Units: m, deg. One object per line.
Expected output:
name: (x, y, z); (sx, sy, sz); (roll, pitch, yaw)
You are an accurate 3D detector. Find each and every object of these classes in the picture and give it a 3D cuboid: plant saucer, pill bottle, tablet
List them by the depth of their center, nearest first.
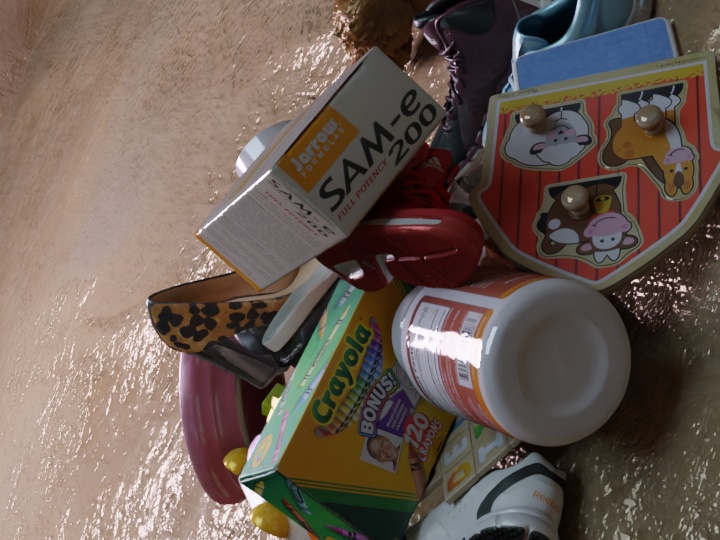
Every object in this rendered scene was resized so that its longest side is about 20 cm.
pill bottle: (0.097, 0.054, 1.156); (0.112, 0.112, 0.200); (-70, 20, -3)
tablet: (0.185, -0.108, 1.233); (0.130, 0.014, 0.200); (-14, 47, 13)
plant saucer: (-0.116, 0.122, 1.567); (0.051, 0.201, 0.201); (-5, 56, 14)

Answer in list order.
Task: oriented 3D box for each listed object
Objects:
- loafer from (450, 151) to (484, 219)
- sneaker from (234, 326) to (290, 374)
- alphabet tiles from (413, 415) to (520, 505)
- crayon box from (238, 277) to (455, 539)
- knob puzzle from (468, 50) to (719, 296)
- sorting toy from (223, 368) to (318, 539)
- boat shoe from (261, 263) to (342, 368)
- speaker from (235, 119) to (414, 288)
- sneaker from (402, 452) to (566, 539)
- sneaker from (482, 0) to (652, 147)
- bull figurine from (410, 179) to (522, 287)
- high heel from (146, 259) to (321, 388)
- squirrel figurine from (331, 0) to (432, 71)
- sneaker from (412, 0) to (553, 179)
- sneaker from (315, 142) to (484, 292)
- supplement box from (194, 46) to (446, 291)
loafer: (0.112, -0.058, 1.367); (0.200, 0.073, 0.071); (-29, 35, 46)
sneaker: (-0.049, 0.023, 1.538); (0.115, 0.075, 0.200); (-37, 7, 16)
alphabet tiles: (0.106, 0.090, 1.253); (0.200, 0.006, 0.167); (-45, 20, 19)
crayon box: (0.004, 0.109, 1.256); (0.058, 0.119, 0.200); (-25, 32, 52)
knob puzzle: (0.169, -0.070, 1.173); (0.219, 0.030, 0.220); (-13, 51, 17)
sorting toy: (-0.035, 0.126, 1.424); (0.180, 0.107, 0.200); (-71, 24, 16)
boat shoe: (0.000, 0.000, 1.365); (0.200, 0.060, 0.076); (-51, 13, -1)
speaker: (-0.032, -0.045, 1.504); (0.200, 0.081, 0.081); (52, 122, 26)
sneaker: (0.086, 0.196, 1.223); (0.200, 0.074, 0.080); (-29, 30, 47)
sneaker: (0.148, -0.176, 1.358); (0.200, 0.082, 0.074); (-50, 30, 33)
bull figurine: (0.107, -0.024, 1.288); (0.200, 0.121, 0.065); (-40, 33, 53)
high heel: (-0.085, -0.005, 1.392); (0.200, 0.142, 0.071); (-57, 36, 3)
squirrel figurine: (0.023, -0.296, 1.641); (0.200, 0.141, 0.187); (-64, 19, 2)
sneaker: (0.081, -0.178, 1.450); (0.200, 0.115, 0.076); (-59, 27, 18)
sneaker: (0.041, -0.052, 1.181); (0.200, 0.078, 0.116); (-3, 54, 61)
supplement box: (-0.034, -0.068, 1.195); (0.126, 0.074, 0.200); (-52, 9, -22)
